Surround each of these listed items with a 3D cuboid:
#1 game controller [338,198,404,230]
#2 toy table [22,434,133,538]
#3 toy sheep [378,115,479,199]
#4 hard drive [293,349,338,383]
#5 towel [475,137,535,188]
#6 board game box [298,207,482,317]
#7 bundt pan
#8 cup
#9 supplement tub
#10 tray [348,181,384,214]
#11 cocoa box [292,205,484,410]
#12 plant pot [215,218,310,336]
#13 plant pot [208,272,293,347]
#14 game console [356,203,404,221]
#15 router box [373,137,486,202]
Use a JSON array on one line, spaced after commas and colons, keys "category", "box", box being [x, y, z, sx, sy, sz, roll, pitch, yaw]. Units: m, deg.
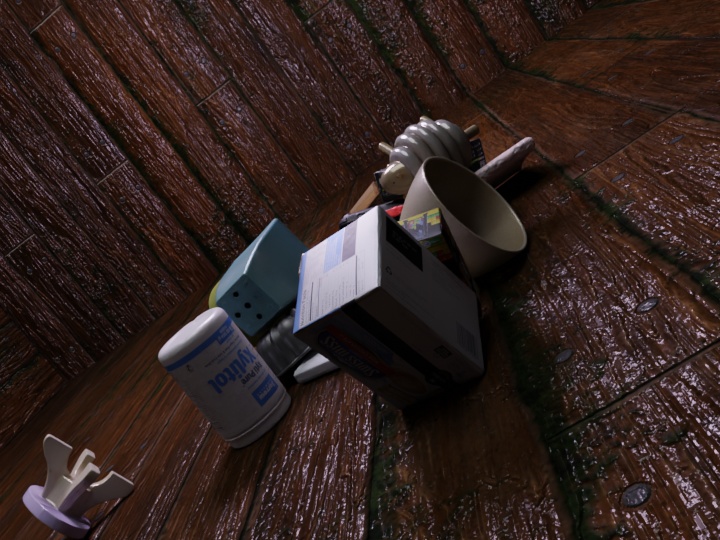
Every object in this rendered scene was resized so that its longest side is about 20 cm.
[{"category": "game controller", "box": [0.060, -0.103, 1.435, 0.199, 0.042, 0.104, -15, -24, 18]}, {"category": "toy table", "box": [-0.521, 0.392, 1.333, 0.200, 0.184, 0.117, 8, 61, 56]}, {"category": "toy sheep", "box": [0.118, -0.193, 1.242, 0.200, 0.138, 0.138, -37, 12, -11]}, {"category": "hard drive", "box": [-0.013, 0.117, 1.246, 0.200, 0.027, 0.132, -27, 16, 37]}, {"category": "towel", "box": [0.248, -0.176, 1.461, 0.200, 0.032, 0.191, -36, -8, 1]}, {"category": "board game box", "box": [0.043, 0.020, 0.986, 0.199, 0.166, 0.057, -18, 40, 18]}, {"category": "bundt pan", "box": [-0.114, 0.107, 1.356, 0.202, 0.076, 0.202, -43, 3, 3]}, {"category": "cup", "box": [0.137, -0.056, 1.149, 0.143, 0.200, 0.200, -51, 4, 31]}, {"category": "supplement tub", "box": [-0.221, 0.174, 1.206, 0.132, 0.200, 0.132, -35, 12, 9]}, {"category": "tray", "box": [0.084, -0.128, 1.530, 0.199, 0.037, 0.099, 2, -37, -38]}, {"category": "cocoa box", "box": [0.035, 0.051, 0.882, 0.131, 0.200, 0.134, -30, 38, 29]}, {"category": "plant pot", "box": [-0.178, 0.027, 1.376, 0.141, 0.141, 0.200, -43, 9, 23]}, {"category": "plant pot", "box": [-0.201, 0.032, 1.575, 0.200, 0.187, 0.187, -51, 0, 42]}, {"category": "game console", "box": [0.096, -0.091, 1.371, 0.176, 0.031, 0.200, -15, -9, 22]}, {"category": "router box", "box": [0.139, -0.195, 1.424, 0.149, 0.062, 0.200, -11, 11, 33]}]
